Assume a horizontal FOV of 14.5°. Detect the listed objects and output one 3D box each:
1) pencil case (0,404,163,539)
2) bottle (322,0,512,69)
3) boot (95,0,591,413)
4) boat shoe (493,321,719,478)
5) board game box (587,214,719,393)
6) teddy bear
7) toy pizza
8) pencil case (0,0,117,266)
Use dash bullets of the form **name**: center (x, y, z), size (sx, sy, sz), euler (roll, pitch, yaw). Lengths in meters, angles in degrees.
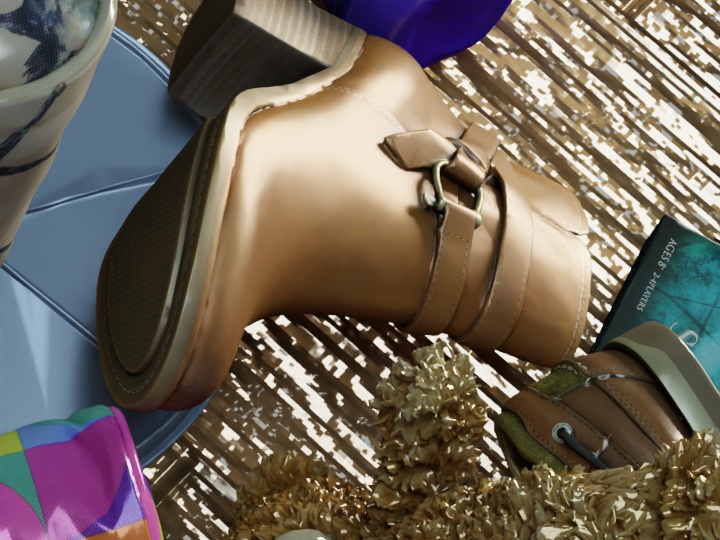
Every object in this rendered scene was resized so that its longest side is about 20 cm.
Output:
- **pencil case**: center (-0.158, 0.095, 0.846), size (0.199, 0.088, 0.089), euler (-10, 68, -11)
- **bottle**: center (-0.015, -0.169, 1.022), size (0.065, 0.084, 0.200), euler (-24, 72, -24)
- **boot**: center (0.000, 0.000, 0.925), size (0.155, 0.077, 0.200), euler (32, 33, -17)
- **boat shoe**: center (0.114, 0.114, 0.901), size (0.068, 0.072, 0.200), euler (-26, 65, -18)
- **board game box**: center (0.120, 0.093, 0.962), size (0.135, 0.028, 0.200), euler (29, 62, 0)
- **teddy bear**: center (0.037, 0.100, 0.854), size (0.200, 0.145, 0.067), euler (16, 23, 24)
- **toy pizza**: center (-0.135, -0.008, 0.942), size (0.200, 0.032, 0.201), euler (6, 65, -12)
- **pencil case**: center (-0.128, -0.037, 0.827), size (0.078, 0.200, 0.090), euler (12, 58, -13)
